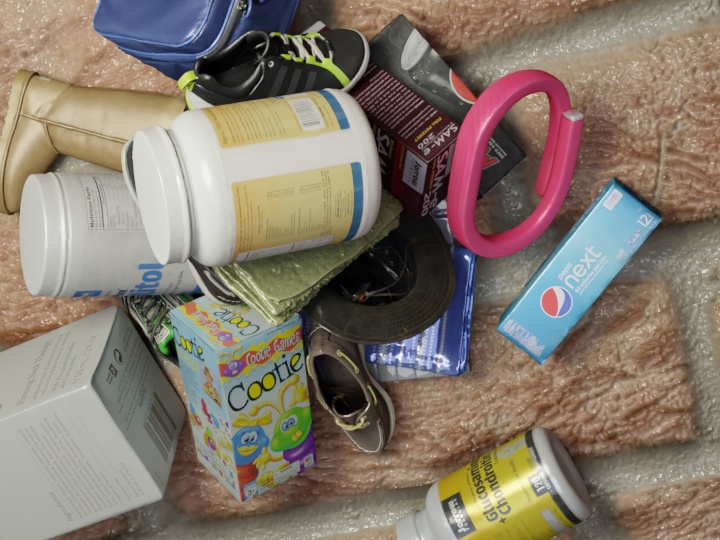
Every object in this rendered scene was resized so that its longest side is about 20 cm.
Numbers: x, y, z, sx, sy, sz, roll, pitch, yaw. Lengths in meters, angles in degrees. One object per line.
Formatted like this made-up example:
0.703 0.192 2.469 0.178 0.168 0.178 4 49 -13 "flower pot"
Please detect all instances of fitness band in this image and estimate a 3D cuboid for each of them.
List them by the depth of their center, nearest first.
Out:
0.155 -0.104 1.236 0.037 0.143 0.200 41 136 42 "fitness band"

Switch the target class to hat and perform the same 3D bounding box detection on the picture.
0.000 0.000 1.284 0.200 0.081 0.201 5 61 -8 "hat"

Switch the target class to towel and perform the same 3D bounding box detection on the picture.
-0.067 -0.050 1.222 0.148 0.036 0.200 46 64 6 "towel"
0.024 0.036 1.340 0.199 0.024 0.145 7 101 8 "towel"

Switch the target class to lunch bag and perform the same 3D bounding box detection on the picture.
-0.167 -0.268 1.238 0.200 0.132 0.136 13 83 42 "lunch bag"

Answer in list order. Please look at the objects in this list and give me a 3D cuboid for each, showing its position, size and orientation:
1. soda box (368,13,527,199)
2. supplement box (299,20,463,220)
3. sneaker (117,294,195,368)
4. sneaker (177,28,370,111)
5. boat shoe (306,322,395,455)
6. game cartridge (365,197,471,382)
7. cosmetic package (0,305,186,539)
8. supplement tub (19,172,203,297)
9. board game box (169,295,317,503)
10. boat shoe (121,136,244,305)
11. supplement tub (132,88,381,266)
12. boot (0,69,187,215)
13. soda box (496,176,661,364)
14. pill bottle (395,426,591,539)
0.081 -0.168 1.292 0.071 0.063 0.200 -42 93 -7 "soda box"
0.009 -0.153 1.262 0.200 0.109 0.061 39 65 18 "supplement box"
-0.218 0.045 1.383 0.200 0.085 0.078 43 105 0 "sneaker"
-0.076 -0.193 1.169 0.200 0.083 0.072 -24 65 -18 "sneaker"
-0.013 0.136 1.341 0.072 0.060 0.200 -3 130 18 "boat shoe"
0.048 0.022 1.361 0.129 0.038 0.201 -5 100 15 "game cartridge"
-0.328 0.175 1.366 0.200 0.167 0.167 -22 116 12 "cosmetic package"
-0.250 -0.038 1.307 0.199 0.132 0.132 -2 103 -26 "supplement tub"
-0.123 0.128 1.324 0.103 0.105 0.200 -24 127 -28 "board game box"
-0.169 -0.052 1.242 0.074 0.060 0.200 -34 101 -25 "boat shoe"
-0.096 -0.083 1.127 0.199 0.145 0.145 -11 101 -20 "supplement tub"
-0.301 -0.126 1.374 0.199 0.066 0.176 14 104 5 "boot"
0.231 0.000 1.306 0.064 0.068 0.200 38 105 1 "soda box"
0.143 0.264 1.352 0.200 0.112 0.112 -32 95 14 "pill bottle"
